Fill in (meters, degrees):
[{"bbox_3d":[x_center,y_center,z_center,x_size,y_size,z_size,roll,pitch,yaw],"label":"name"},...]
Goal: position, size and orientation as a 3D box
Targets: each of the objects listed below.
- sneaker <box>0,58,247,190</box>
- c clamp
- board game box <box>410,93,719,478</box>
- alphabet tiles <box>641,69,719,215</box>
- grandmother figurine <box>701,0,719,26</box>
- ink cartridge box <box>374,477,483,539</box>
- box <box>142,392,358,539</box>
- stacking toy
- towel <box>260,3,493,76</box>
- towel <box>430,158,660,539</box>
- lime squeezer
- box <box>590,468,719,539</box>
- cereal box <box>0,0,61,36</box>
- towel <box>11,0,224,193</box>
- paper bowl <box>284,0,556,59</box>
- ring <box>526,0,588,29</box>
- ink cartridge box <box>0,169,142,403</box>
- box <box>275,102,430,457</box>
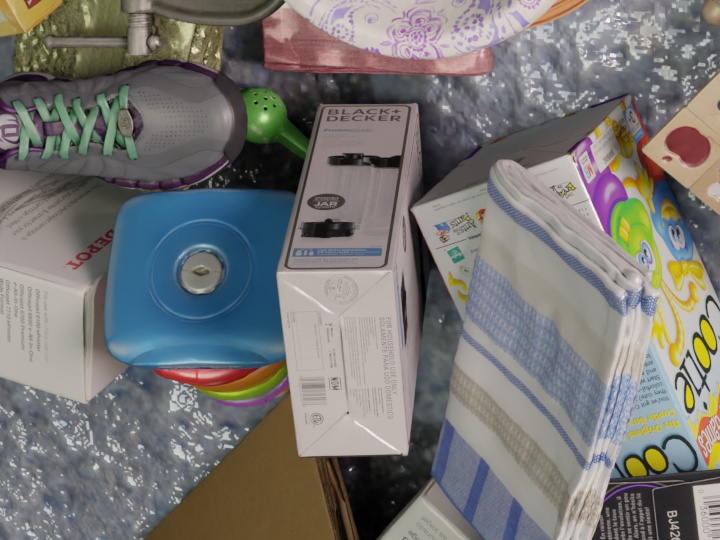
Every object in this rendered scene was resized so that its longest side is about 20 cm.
[{"bbox_3d":[-0.160,-0.076,1.217,0.199,0.087,0.075,-1,101,36],"label":"sneaker"},{"bbox_3d":[-0.105,-0.213,1.190,0.170,0.027,0.201,10,101,28],"label":"c clamp"},{"bbox_3d":[0.129,0.023,1.188,0.105,0.103,0.201,-17,104,32],"label":"board game box"},{"bbox_3d":[0.272,-0.056,1.090,0.200,0.008,0.167,38,116,-14],"label":"alphabet tiles"},{"bbox_3d":[0.232,-0.125,1.092,0.121,0.061,0.201,14,122,11],"label":"grandmother figurine"},{"bbox_3d":[0.055,0.226,1.337,0.146,0.084,0.200,41,126,5],"label":"ink cartridge box"},{"bbox_3d":[-0.071,0.194,1.367,0.200,0.021,0.164,-46,45,36],"label":"box"},{"bbox_3d":[-0.074,0.039,1.278,0.115,0.110,0.200,-1,157,8],"label":"stacking toy"},{"bbox_3d":[-0.003,-0.205,1.198,0.143,0.023,0.201,3,114,26],"label":"towel"},{"bbox_3d":[0.087,0.059,1.100,0.147,0.024,0.201,47,133,49],"label":"towel"},{"bbox_3d":[-0.078,-0.084,1.296,0.199,0.038,0.071,9,149,23],"label":"lime squeezer"},{"bbox_3d":[0.185,0.193,1.158,0.106,0.123,0.200,-6,156,9],"label":"box"},{"bbox_3d":[-0.281,-0.202,1.287,0.199,0.040,0.144,1,128,46],"label":"cereal box"},{"bbox_3d":[-0.142,-0.153,1.262,0.148,0.036,0.201,24,115,28],"label":"towel"},{"bbox_3d":[0.037,-0.215,1.082,0.200,0.104,0.202,9,116,18],"label":"paper bowl"},{"bbox_3d":[0.063,-0.225,1.139,0.199,0.019,0.201,9,116,18],"label":"ring"},{"bbox_3d":[-0.216,-0.008,1.329,0.199,0.145,0.084,16,120,21],"label":"ink cartridge box"},{"bbox_3d":[0.000,0.000,1.178,0.060,0.200,0.117,-2,118,6],"label":"box"}]
